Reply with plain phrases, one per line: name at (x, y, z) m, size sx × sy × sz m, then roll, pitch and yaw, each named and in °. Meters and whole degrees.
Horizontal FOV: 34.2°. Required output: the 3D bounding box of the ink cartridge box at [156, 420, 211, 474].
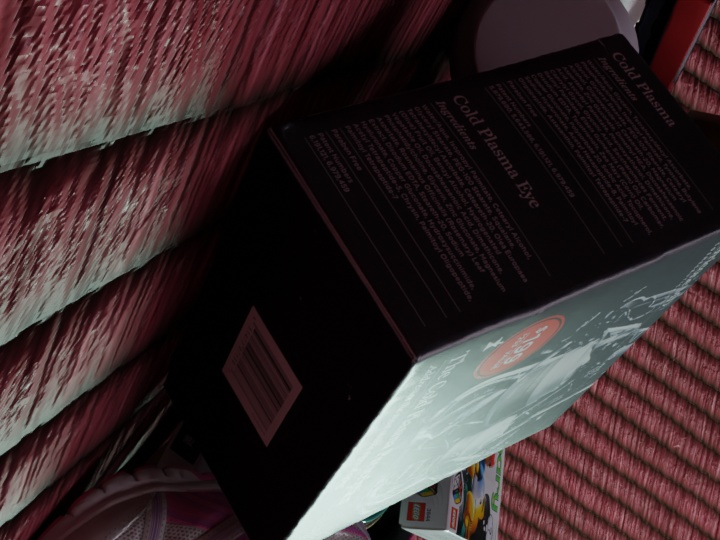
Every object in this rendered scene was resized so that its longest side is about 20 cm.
ink cartridge box at (-0.062, 0.116, 0.647) m, size 0.039 × 0.099 × 0.200 m, roll 19°, pitch -104°, yaw 49°

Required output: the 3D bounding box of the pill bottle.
pill bottle at (0.112, -0.127, 0.729) m, size 0.112 × 0.112 × 0.200 m, roll -55°, pitch 177°, yaw 7°

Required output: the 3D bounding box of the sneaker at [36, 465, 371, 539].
sneaker at (-0.069, 0.142, 0.550) m, size 0.200 × 0.088 × 0.081 m, roll -13°, pitch 140°, yaw -35°

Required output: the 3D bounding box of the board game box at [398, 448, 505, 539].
board game box at (0.072, 0.086, 0.805) m, size 0.126 × 0.035 × 0.200 m, roll 43°, pitch 51°, yaw -62°

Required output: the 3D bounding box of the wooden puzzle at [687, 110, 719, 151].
wooden puzzle at (0.170, -0.028, 0.781) m, size 0.200 × 0.046 × 0.185 m, roll -50°, pitch -174°, yaw 9°

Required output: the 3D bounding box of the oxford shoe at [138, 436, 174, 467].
oxford shoe at (-0.095, 0.134, 0.681) m, size 0.200 × 0.074 × 0.071 m, roll -53°, pitch 177°, yaw -25°

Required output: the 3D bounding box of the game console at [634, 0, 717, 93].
game console at (0.197, -0.150, 0.795) m, size 0.200 × 0.031 × 0.177 m, roll -59°, pitch 172°, yaw -65°

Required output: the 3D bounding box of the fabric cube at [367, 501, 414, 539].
fabric cube at (-0.073, 0.251, 1.120) m, size 0.200 × 0.196 × 0.199 m, roll -53°, pitch 176°, yaw -34°

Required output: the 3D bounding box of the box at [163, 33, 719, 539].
box at (0.034, 0.016, 0.508) m, size 0.182 × 0.104 × 0.200 m, roll -21°, pitch 157°, yaw -31°

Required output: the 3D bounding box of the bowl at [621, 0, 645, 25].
bowl at (0.182, -0.223, 0.946) m, size 0.201 × 0.094 × 0.201 m, roll -55°, pitch 178°, yaw -3°

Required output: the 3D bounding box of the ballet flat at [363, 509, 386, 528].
ballet flat at (0.001, 0.105, 0.771) m, size 0.065 × 0.071 × 0.200 m, roll -13°, pitch -161°, yaw 28°
